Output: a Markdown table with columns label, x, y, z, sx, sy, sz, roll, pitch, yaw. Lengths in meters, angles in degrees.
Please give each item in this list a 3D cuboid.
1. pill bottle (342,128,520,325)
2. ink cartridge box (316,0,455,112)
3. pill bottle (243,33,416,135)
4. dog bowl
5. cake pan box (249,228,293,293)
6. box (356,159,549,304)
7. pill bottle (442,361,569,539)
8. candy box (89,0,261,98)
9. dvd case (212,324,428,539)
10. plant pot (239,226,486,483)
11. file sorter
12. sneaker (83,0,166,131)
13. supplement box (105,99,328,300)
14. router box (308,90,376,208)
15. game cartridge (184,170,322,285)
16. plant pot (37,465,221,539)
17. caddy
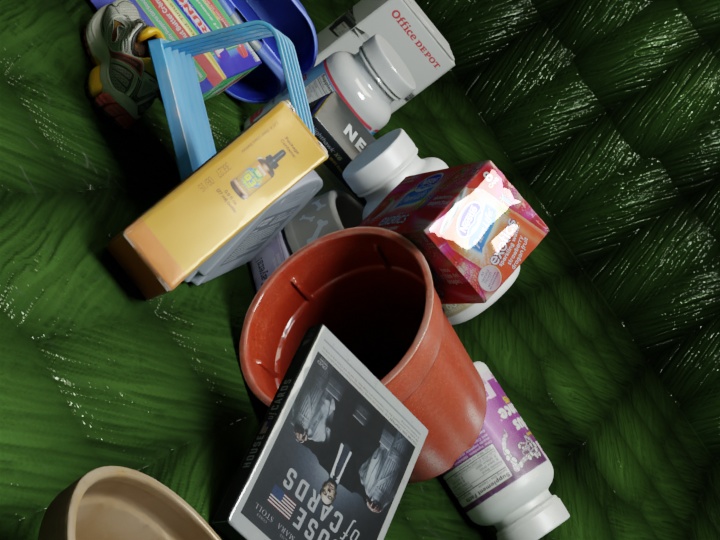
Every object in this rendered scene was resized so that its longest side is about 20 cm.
| label | x | y | z | sx | sy | sz | roll | pitch | yaw |
| --- | --- | --- | --- | --- | --- | --- | --- | --- | --- |
| pill bottle | 0.072 | -0.049 | 1.713 | 0.200 | 0.111 | 0.111 | 51 | 15 | -14 |
| ink cartridge box | 0.018 | -0.309 | 2.348 | 0.145 | 0.200 | 0.084 | 47 | 17 | -27 |
| pill bottle | -0.035 | -0.194 | 1.937 | 0.109 | 0.200 | 0.109 | 49 | 15 | -19 |
| dog bowl | 0.000 | 0.000 | 1.713 | 0.200 | 0.059 | 0.200 | 51 | 15 | -19 |
| cake pan box | -0.039 | 0.043 | 1.707 | 0.200 | 0.052 | 0.185 | 42 | 22 | -40 |
| box | 0.080 | -0.034 | 1.549 | 0.096 | 0.100 | 0.200 | 48 | -17 | -14 |
| pill bottle | 0.145 | 0.212 | 1.785 | 0.201 | 0.112 | 0.112 | 57 | 15 | 9 |
| candy box | -0.208 | -0.275 | 1.822 | 0.169 | 0.077 | 0.200 | 54 | 16 | -5 |
| dvd case | -0.028 | 0.168 | 1.318 | 0.150 | 0.025 | 0.201 | 46 | 50 | -27 |
| plant pot | 0.019 | 0.095 | 1.528 | 0.195 | 0.200 | 0.201 | 50 | 14 | -46 |
| file sorter | -0.119 | -0.165 | 1.565 | 0.200 | 0.122 | 0.140 | -74 | 151 | -85 |
| sneaker | -0.228 | -0.220 | 1.633 | 0.078 | 0.082 | 0.201 | 43 | 18 | -35 |
| supplement box | -0.124 | -0.062 | 1.398 | 0.067 | 0.200 | 0.069 | 52 | -22 | -7 |
| router box | -0.028 | -0.091 | 1.819 | 0.200 | 0.157 | 0.052 | 49 | 48 | -18 |
| game cartridge | -0.102 | -0.052 | 1.557 | 0.041 | 0.133 | 0.200 | 49 | 14 | 2 |
| plant pot | -0.135 | 0.224 | 0.939 | 0.201 | 0.093 | 0.201 | 48 | 17 | -20 |
| caddy | -0.141 | -0.301 | 1.963 | 0.200 | 0.141 | 0.105 | 49 | 11 | -17 |
